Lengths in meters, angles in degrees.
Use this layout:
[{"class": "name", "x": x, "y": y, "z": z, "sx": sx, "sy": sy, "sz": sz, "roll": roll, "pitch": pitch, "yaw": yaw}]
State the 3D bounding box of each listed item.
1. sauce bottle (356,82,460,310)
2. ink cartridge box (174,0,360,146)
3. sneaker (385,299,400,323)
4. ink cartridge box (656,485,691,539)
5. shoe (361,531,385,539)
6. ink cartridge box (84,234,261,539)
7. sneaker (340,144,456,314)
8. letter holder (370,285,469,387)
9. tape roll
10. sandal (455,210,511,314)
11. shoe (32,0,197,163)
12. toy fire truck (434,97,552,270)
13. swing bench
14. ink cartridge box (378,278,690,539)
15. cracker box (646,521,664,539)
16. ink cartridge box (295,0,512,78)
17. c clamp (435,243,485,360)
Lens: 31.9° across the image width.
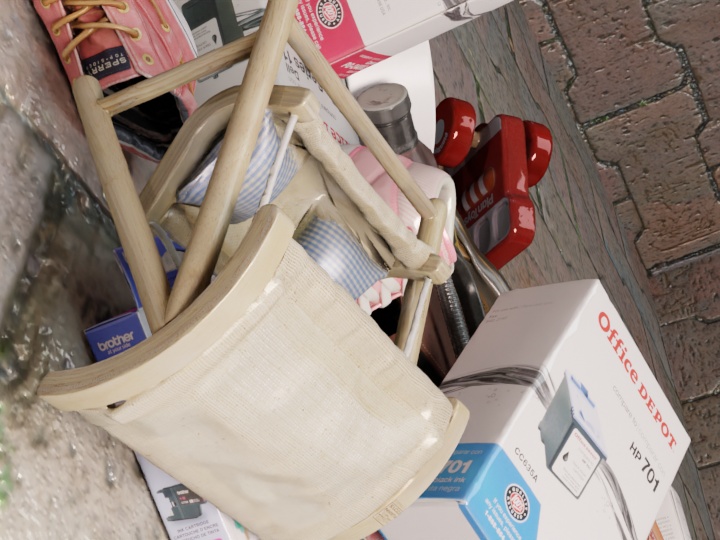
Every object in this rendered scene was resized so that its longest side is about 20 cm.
[{"class": "sauce bottle", "x": 0.037, "y": -0.052, "z": 0.994, "sx": 0.066, "sy": 0.066, "sz": 0.200, "roll": -88, "pitch": 163, "yaw": -52}, {"class": "ink cartridge box", "x": -0.074, "y": -0.154, "z": 0.921, "sx": 0.147, "sy": 0.083, "sz": 0.200, "roll": 33, "pitch": 41, "yaw": -62}, {"class": "sneaker", "x": 0.043, "y": 0.025, "z": 1.101, "sx": 0.200, "sy": 0.076, "sz": 0.088, "roll": 58, "pitch": 26, "yaw": -33}, {"class": "ink cartridge box", "x": 0.169, "y": 0.276, "z": 0.974, "sx": 0.045, "sy": 0.200, "sz": 0.176, "roll": 48, "pitch": 28, "yaw": -50}, {"class": "shoe", "x": 0.025, "y": 0.248, "z": 0.773, "sx": 0.091, "sy": 0.071, "sz": 0.200, "roll": 28, "pitch": 43, "yaw": -58}, {"class": "ink cartridge box", "x": -0.086, "y": 0.077, "z": 0.693, "sx": 0.200, "sy": 0.042, "sz": 0.119, "roll": 70, "pitch": 19, "yaw": -4}, {"class": "sneaker", "x": 0.000, "y": 0.000, "z": 0.825, "sx": 0.200, "sy": 0.105, "sz": 0.075, "roll": -62, "pitch": 152, "yaw": -32}, {"class": "letter holder", "x": 0.028, "y": 0.068, "z": 0.956, "sx": 0.200, "sy": 0.100, "sz": 0.142, "roll": 52, "pitch": 22, "yaw": -44}, {"class": "tape roll", "x": 0.005, "y": -0.170, "z": 1.063, "sx": 0.202, "sy": 0.071, "sz": 0.203, "roll": 170, "pitch": -90, "yaw": -80}, {"class": "sandal", "x": 0.064, "y": -0.015, "z": 1.163, "sx": 0.055, "sy": 0.082, "sz": 0.200, "roll": -40, "pitch": 95, "yaw": -37}, {"class": "shoe", "x": -0.147, "y": -0.147, "z": 0.707, "sx": 0.200, "sy": 0.071, "sz": 0.091, "roll": 56, "pitch": 16, "yaw": -50}, {"class": "toy fire truck", "x": 0.104, "y": -0.060, "z": 1.235, "sx": 0.112, "sy": 0.200, "sz": 0.168, "roll": 14, "pitch": 60, "yaw": -22}, {"class": "swing bench", "x": -0.041, "y": 0.011, "z": 0.629, "sx": 0.199, "sy": 0.130, "sz": 0.200, "roll": 48, "pitch": 30, "yaw": -48}, {"class": "ink cartridge box", "x": 0.110, "y": 0.124, "z": 0.780, "sx": 0.147, "sy": 0.086, "sz": 0.200, "roll": 56, "pitch": 49, "yaw": -21}, {"class": "cracker box", "x": 0.127, "y": 0.249, "z": 0.873, "sx": 0.134, "sy": 0.200, "sz": 0.058, "roll": 63, "pitch": 21, "yaw": -19}, {"class": "ink cartridge box", "x": 0.038, "y": -0.240, "z": 0.878, "sx": 0.145, "sy": 0.200, "sz": 0.083, "roll": 69, "pitch": 18, "yaw": 3}, {"class": "c clamp", "x": 0.081, "y": 0.055, "z": 0.910, "sx": 0.171, "sy": 0.027, "sz": 0.200, "roll": 42, "pitch": 30, "yaw": -57}]
